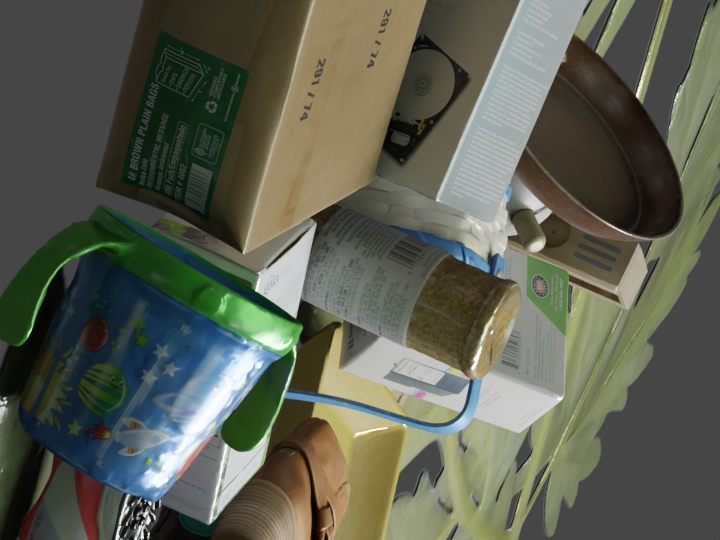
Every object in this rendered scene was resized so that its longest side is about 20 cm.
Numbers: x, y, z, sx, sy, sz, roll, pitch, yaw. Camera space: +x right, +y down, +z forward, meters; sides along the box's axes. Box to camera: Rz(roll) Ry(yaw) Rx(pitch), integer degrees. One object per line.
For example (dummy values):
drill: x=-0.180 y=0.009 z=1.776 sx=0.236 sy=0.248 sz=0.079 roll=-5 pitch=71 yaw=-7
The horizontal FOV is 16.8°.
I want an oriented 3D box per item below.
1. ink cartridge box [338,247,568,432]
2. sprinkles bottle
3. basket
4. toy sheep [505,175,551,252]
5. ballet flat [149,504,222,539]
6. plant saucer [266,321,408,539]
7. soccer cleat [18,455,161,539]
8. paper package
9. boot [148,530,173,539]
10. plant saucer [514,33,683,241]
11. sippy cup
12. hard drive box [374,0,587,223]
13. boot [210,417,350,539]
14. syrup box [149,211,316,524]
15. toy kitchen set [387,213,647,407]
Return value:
ink cartridge box: x=0.053 y=0.030 z=1.805 sx=0.067 sy=0.199 sz=0.117 roll=-41 pitch=-145 yaw=48
sprinkles bottle: x=0.000 y=0.000 z=1.542 sx=0.068 sy=0.199 sz=0.068 roll=-55 pitch=160 yaw=-31
basket: x=0.018 y=0.001 z=1.649 sx=0.139 sy=0.176 sz=0.201 roll=53 pitch=53 yaw=-62
toy sheep: x=0.103 y=-0.091 z=1.817 sx=0.137 sy=0.200 sz=0.138 roll=-12 pitch=135 yaw=-12
ballet flat: x=-0.114 y=0.189 z=1.691 sx=0.068 sy=0.068 sz=0.201 roll=60 pitch=55 yaw=-83
plant saucer: x=-0.031 y=0.165 z=1.842 sx=0.200 sy=0.048 sz=0.201 roll=57 pitch=42 yaw=-58
soccer cleat: x=-0.177 y=0.185 z=1.465 sx=0.068 sy=0.073 sz=0.201 roll=-21 pitch=132 yaw=-65
paper package: x=-0.046 y=-0.136 z=1.388 sx=0.191 sy=0.103 sz=0.201 roll=-32 pitch=143 yaw=-60
boot: x=-0.179 y=0.270 z=1.577 sx=0.165 sy=0.065 sz=0.201 roll=9 pitch=99 yaw=-60
plant saucer: x=0.147 y=-0.096 z=1.719 sx=0.034 sy=0.200 sz=0.200 roll=-40 pitch=178 yaw=30
sippy cup: x=-0.122 y=0.052 z=1.367 sx=0.131 sy=0.178 sz=0.140 roll=-59 pitch=-171 yaw=1
hard drive box: x=0.045 y=-0.153 z=1.536 sx=0.077 sy=0.156 sz=0.201 roll=20 pitch=93 yaw=-56
boot: x=-0.058 y=0.212 z=1.676 sx=0.155 sy=0.076 sz=0.201 roll=-53 pitch=144 yaw=-55
syrup box: x=-0.095 y=0.050 z=1.526 sx=0.079 sy=0.081 sz=0.201 roll=-47 pitch=155 yaw=-53
toy kitchen set: x=0.096 y=0.028 z=1.920 sx=0.200 sy=0.180 sz=0.163 roll=-63 pitch=162 yaw=-9
